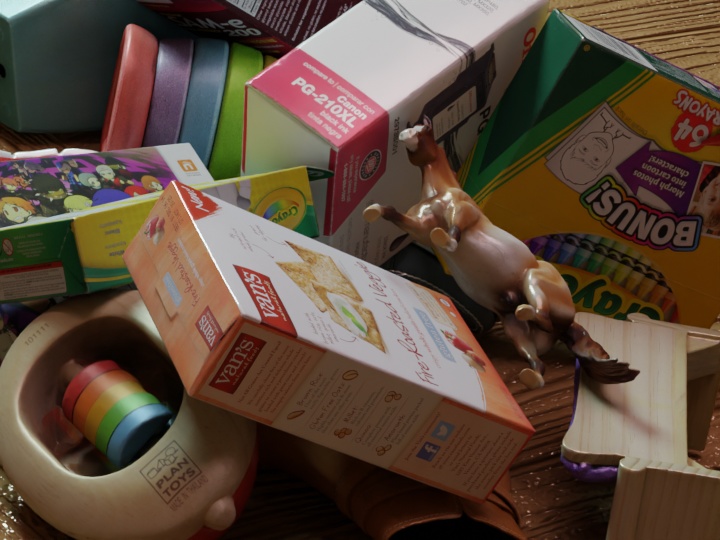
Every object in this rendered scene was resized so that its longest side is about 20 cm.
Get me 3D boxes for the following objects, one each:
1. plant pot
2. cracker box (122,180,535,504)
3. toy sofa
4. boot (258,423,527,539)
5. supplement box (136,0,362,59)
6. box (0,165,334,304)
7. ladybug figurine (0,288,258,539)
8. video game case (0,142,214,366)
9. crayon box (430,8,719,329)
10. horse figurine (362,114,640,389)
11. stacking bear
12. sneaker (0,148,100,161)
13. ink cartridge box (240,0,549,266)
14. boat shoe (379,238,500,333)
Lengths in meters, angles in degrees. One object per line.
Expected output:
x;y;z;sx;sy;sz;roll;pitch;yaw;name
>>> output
-0.195;-0.184;1.891;0.199;0.142;0.141;-26;40;-34;plant pot
-0.017;0.038;1.391;0.199;0.058;0.134;22;22;-33;cracker box
0.162;0.104;1.527;0.097;0.083;0.200;8;25;3;toy sofa
-0.008;0.114;1.457;0.199;0.077;0.156;11;28;-21;boot
-0.063;-0.180;1.816;0.199;0.061;0.109;29;-11;-32;supplement box
-0.116;-0.023;1.519;0.199;0.049;0.117;-17;7;-41;box
-0.120;0.089;1.406;0.136;0.072;0.200;-41;44;-5;ladybug figurine
-0.149;0.002;1.591;0.199;0.036;0.182;-7;50;-37;video game case
0.167;-0.048;1.676;0.199;0.173;0.058;22;17;-27;crayon box
0.077;0.000;1.513;0.200;0.050;0.133;44;16;3;horse figurine
-0.074;-0.096;1.800;0.199;0.114;0.122;11;26;-8;stacking bear
-0.216;-0.030;1.671;0.199;0.077;0.082;8;56;-26;sneaker
0.021;-0.096;1.652;0.084;0.145;0.200;36;55;25;ink cartridge box
0.000;0.000;1.718;0.199;0.073;0.062;28;71;15;boat shoe
